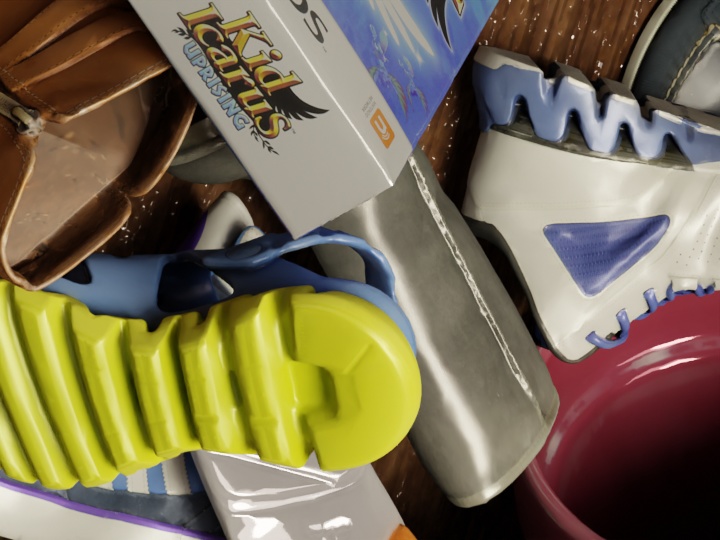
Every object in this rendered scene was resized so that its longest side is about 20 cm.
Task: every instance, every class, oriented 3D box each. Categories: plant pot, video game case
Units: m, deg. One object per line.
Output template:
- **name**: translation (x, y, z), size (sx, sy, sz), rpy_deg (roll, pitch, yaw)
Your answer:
- **plant pot**: translation (0.170, 0.121, 1.067), size (0.199, 0.200, 0.180), rpy_deg (-31, 135, -22)
- **video game case**: translation (-0.029, -0.133, 0.829), size (0.182, 0.045, 0.200), rpy_deg (56, 28, -15)

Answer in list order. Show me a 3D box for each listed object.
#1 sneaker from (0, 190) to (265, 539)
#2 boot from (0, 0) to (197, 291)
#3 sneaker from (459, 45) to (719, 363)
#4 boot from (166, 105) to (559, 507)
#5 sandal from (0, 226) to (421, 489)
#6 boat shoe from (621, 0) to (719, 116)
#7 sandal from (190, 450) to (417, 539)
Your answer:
- **sneaker**: translation (-0.096, 0.033, 0.929), size (0.199, 0.080, 0.147), rpy_deg (20, 84, -31)
- **boot**: translation (-0.096, -0.088, 0.834), size (0.074, 0.154, 0.201), rpy_deg (30, 87, -36)
- **sneaker**: translation (0.126, -0.010, 1.022), size (0.198, 0.081, 0.116), rpy_deg (19, 102, 2)
- **boot**: translation (0.001, 0.000, 0.926), size (0.182, 0.072, 0.201), rpy_deg (-42, 118, -56)
- **sandal**: translation (-0.066, 0.024, 0.835), size (0.087, 0.199, 0.080), rpy_deg (-56, 145, -58)
- **boat shoe**: translation (0.187, -0.111, 1.073), size (0.200, 0.062, 0.075), rpy_deg (-48, 124, -11)
- **sandal**: translation (-0.016, 0.113, 0.922), size (0.079, 0.059, 0.208), rpy_deg (-22, 93, -22)
